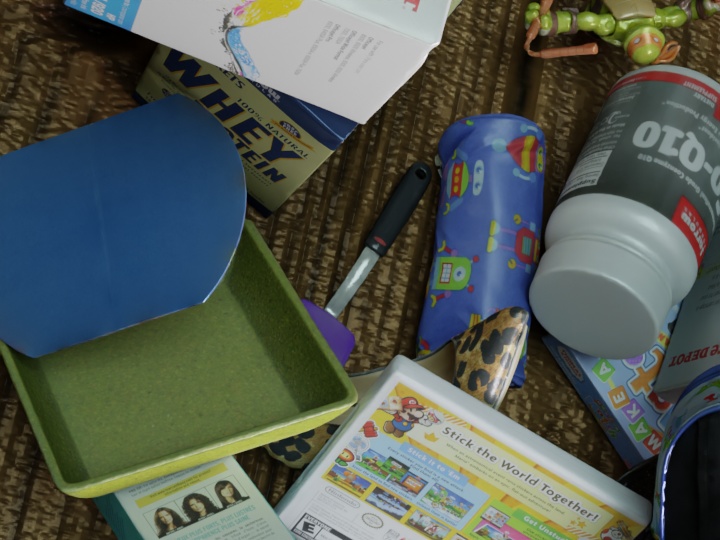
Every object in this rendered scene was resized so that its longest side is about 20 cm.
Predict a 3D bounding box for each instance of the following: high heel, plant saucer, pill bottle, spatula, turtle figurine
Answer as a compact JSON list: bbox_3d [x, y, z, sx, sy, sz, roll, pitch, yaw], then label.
[{"bbox_3d":[0.013,0.073,1.094,0.142,0.201,0.072,26,36,-14],"label":"high heel"},{"bbox_3d":[-0.129,0.062,1.077,0.198,0.048,0.201,-15,45,-20],"label":"plant saucer"},{"bbox_3d":[0.201,-0.042,1.189,0.113,0.114,0.201,34,56,-8],"label":"pill bottle"},{"bbox_3d":[0.000,0.000,1.187,0.056,0.021,0.201,35,70,-6],"label":"spatula"},{"bbox_3d":[0.205,-0.207,1.246,0.198,0.065,0.162,-11,50,-6],"label":"turtle figurine"}]

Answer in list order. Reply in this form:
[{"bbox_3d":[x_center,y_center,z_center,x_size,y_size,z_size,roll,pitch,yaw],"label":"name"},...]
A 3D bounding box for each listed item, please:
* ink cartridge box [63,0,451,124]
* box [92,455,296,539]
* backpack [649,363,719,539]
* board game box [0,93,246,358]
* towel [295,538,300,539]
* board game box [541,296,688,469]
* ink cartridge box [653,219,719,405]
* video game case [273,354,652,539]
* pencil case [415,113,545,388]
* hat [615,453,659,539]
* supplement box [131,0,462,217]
[{"bbox_3d":[-0.047,-0.200,0.935,0.198,0.145,0.149,21,73,-11],"label":"ink cartridge box"},{"bbox_3d":[-0.105,0.162,1.039,0.082,0.050,0.200,-20,44,-24],"label":"box"},{"bbox_3d":[0.273,0.155,1.036,0.181,0.147,0.202,-3,107,18],"label":"backpack"},{"bbox_3d":[-0.162,-0.022,1.083,0.198,0.039,0.159,-18,61,9],"label":"board game box"},{"bbox_3d":[0.023,0.274,1.053,0.190,0.200,0.032,34,109,-11],"label":"towel"},{"bbox_3d":[0.256,0.057,1.249,0.199,0.037,0.152,-35,91,-20],"label":"board game box"},{"bbox_3d":[0.304,0.008,1.178,0.082,0.146,0.202,27,72,-13],"label":"ink cartridge box"},{"bbox_3d":[0.062,0.164,1.099,0.199,0.182,0.023,31,37,-9],"label":"video game case"},{"bbox_3d":[0.085,-0.014,1.187,0.078,0.086,0.202,26,67,-55],"label":"pencil case"},{"bbox_3d":[0.226,0.207,1.176,0.198,0.081,0.203,-3,105,-11],"label":"hat"},{"bbox_3d":[-0.030,-0.171,1.118,0.134,0.200,0.200,41,70,-5],"label":"supplement box"}]
